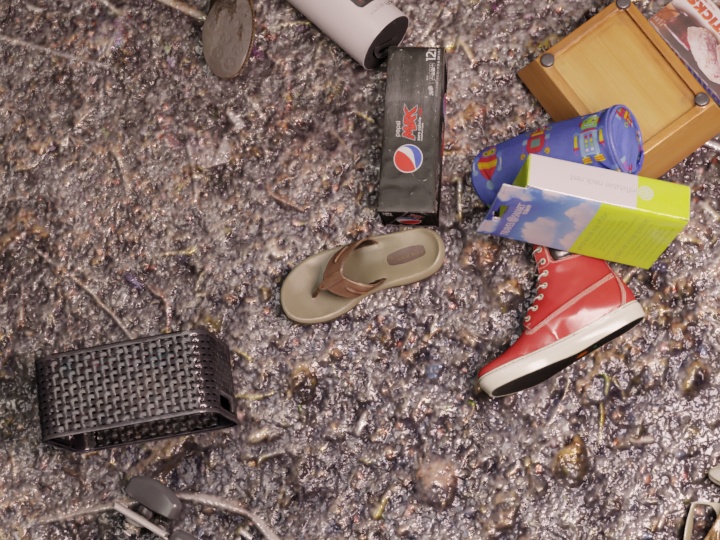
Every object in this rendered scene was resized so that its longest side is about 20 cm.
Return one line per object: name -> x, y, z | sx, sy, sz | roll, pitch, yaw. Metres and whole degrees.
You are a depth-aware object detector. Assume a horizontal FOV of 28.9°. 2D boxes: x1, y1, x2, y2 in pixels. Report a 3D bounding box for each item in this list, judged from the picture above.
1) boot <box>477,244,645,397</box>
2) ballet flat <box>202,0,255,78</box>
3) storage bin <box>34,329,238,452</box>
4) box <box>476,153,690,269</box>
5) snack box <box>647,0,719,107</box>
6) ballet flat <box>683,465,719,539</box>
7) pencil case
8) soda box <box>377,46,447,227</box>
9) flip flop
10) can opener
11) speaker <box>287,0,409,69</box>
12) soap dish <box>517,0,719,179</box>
boot -> 0.193, 0.040, 1.542 | 0.199, 0.072, 0.145 | -29, 74, -8
ballet flat -> -0.159, -0.329, 1.699 | 0.067, 0.046, 0.202 | -4, 81, 8
storage bin -> -0.246, 0.135, 1.546 | 0.198, 0.135, 0.095 | -11, 75, 6
box -> 0.234, -0.063, 1.480 | 0.198, 0.122, 0.048 | 12, 65, -5
snack box -> 0.419, -0.233, 1.596 | 0.072, 0.024, 0.200 | -37, 74, -3
ballet flat -> 0.387, 0.253, 1.471 | 0.072, 0.068, 0.201 | 27, 85, 33
pencil case -> 0.216, -0.116, 1.523 | 0.199, 0.087, 0.078 | -15, 43, 42
soda box -> 0.061, -0.154, 1.609 | 0.070, 0.063, 0.202 | 2, 76, 10
flip flop -> 0.000, 0.000, 1.584 | 0.199, 0.058, 0.082 | -18, 75, 4
can opener -> -0.189, 0.297, 1.543 | 0.199, 0.053, 0.067 | 31, 82, 14
speaker -> -0.037, -0.328, 1.658 | 0.200, 0.081, 0.081 | 43, 86, 16
soap dish -> 0.296, -0.201, 1.577 | 0.157, 0.081, 0.201 | -35, 73, -1
